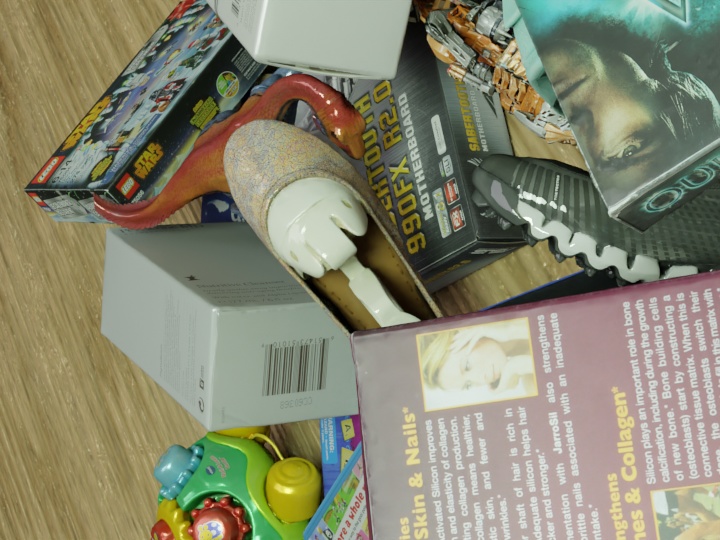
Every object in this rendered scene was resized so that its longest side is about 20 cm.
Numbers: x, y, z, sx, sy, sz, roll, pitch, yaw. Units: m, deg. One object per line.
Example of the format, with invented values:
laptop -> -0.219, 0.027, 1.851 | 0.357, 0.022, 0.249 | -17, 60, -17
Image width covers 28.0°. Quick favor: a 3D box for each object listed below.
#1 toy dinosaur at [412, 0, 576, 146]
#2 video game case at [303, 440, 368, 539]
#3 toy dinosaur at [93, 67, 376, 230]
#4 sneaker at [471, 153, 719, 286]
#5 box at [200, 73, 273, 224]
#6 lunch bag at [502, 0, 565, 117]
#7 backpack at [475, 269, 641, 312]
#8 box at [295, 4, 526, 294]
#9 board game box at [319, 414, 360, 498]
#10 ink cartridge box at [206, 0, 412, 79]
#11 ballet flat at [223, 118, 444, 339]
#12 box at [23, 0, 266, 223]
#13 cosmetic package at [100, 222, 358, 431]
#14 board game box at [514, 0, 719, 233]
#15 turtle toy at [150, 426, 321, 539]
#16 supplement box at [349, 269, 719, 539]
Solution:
toy dinosaur -> 0.082, -0.133, 0.751 | 0.102, 0.135, 0.201 | -47, 54, 44
video game case -> 0.048, 0.192, 0.807 | 0.200, 0.018, 0.143 | 53, 140, 22
toy dinosaur -> -0.061, -0.064, 0.865 | 0.105, 0.199, 0.182 | 63, 171, 9
sneaker -> 0.151, -0.030, 0.648 | 0.066, 0.199, 0.091 | -71, 1, -84
box -> -0.075, -0.043, 1.055 | 0.121, 0.032, 0.201 | 12, 101, 53
lunch bag -> 0.127, -0.150, 0.630 | 0.122, 0.199, 0.171 | -25, 69, 43
backpack -> 0.126, 0.120, 0.682 | 0.200, 0.162, 0.168 | 53, 151, 28
box -> 0.021, -0.086, 0.907 | 0.158, 0.048, 0.201 | -28, 68, 50
board game box -> 0.049, 0.150, 0.877 | 0.199, 0.041, 0.201 | -12, 81, 53
ink cartridge box -> -0.030, -0.202, 0.802 | 0.200, 0.084, 0.146 | -128, 47, -62
ballet flat -> 0.000, 0.000, 0.783 | 0.068, 0.200, 0.067 | -41, 11, 4
box -> -0.143, -0.120, 1.041 | 0.137, 0.040, 0.200 | 3, 52, 54
cosmetic package -> -0.085, 0.029, 0.932 | 0.200, 0.112, 0.082 | 29, 119, 55
board game box -> 0.143, -0.120, 0.469 | 0.200, 0.028, 0.136 | -34, 57, 26
turtle toy -> -0.082, 0.188, 0.979 | 0.200, 0.101, 0.146 | 46, 143, 44
supplement box -> 0.105, 0.066, 0.548 | 0.199, 0.086, 0.111 | -10, 77, 16
